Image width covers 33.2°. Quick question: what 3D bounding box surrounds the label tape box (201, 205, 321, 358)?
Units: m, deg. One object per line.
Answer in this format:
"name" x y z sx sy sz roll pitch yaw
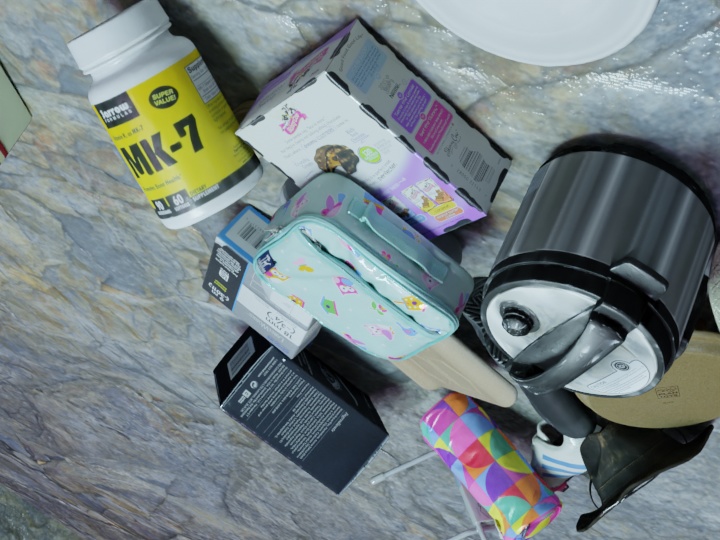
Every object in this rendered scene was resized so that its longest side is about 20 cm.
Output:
"label tape box" -0.112 0.030 1.434 0.144 0.063 0.200 38 150 6

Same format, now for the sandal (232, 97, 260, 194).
"sandal" -0.146 -0.105 1.268 0.078 0.070 0.212 34 150 -10

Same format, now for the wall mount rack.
"wall mount rack" 0.117 0.286 1.506 0.173 0.200 0.075 -3 142 -26

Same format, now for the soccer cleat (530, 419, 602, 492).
"soccer cleat" 0.238 0.221 1.465 0.086 0.070 0.200 46 149 4

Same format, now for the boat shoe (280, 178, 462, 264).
"boat shoe" 0.006 -0.035 1.255 0.199 0.071 0.070 22 148 -2

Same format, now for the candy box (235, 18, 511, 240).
"candy box" 0.010 -0.115 1.121 0.200 0.072 0.168 40 149 -20

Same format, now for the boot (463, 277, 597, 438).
"boot" 0.192 0.115 1.272 0.200 0.066 0.165 55 -178 -33

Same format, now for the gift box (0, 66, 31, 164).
"gift box" -0.517 -0.185 1.347 0.199 0.185 0.187 10 148 18

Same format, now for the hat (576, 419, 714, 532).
"hat" 0.287 0.195 1.296 0.081 0.200 0.201 56 153 12

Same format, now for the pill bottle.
"pill bottle" -0.187 -0.151 1.153 0.114 0.114 0.200 -10 116 48

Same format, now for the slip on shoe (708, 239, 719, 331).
"slip on shoe" 0.361 0.038 1.077 0.074 0.061 0.200 15 136 47

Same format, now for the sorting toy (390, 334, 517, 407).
"sorting toy" 0.071 0.084 1.379 0.185 0.037 0.200 40 164 -19

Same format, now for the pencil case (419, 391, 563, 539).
"pencil case" 0.155 0.240 1.455 0.200 0.088 0.088 52 158 23

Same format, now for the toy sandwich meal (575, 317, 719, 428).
"toy sandwich meal" 0.295 0.088 1.194 0.204 0.070 0.205 1 147 1

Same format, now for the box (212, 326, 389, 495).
"box" -0.078 0.169 1.541 0.200 0.104 0.148 39 -176 -16

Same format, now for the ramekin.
"ramekin" 0.119 -0.243 0.808 0.202 0.094 0.203 21 150 13

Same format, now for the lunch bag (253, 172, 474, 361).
"lunch bag" 0.000 0.000 1.158 0.200 0.077 0.160 35 151 -15

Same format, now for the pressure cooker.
"pressure cooker" 0.197 0.015 1.033 0.178 0.200 0.176 9 144 30
